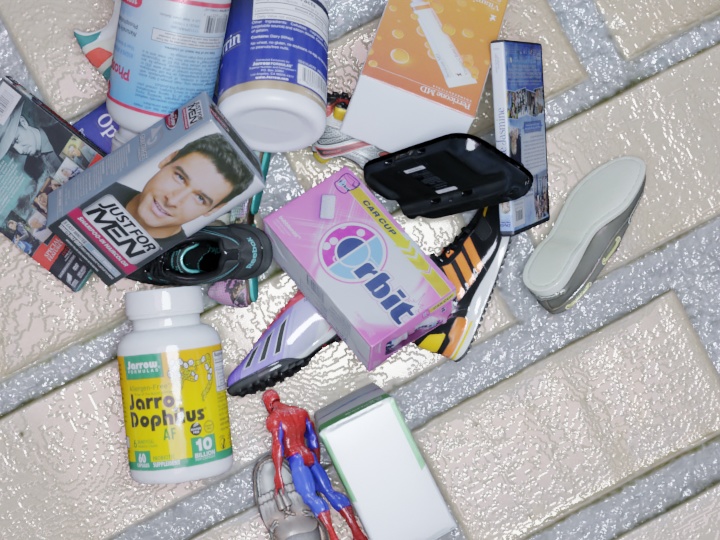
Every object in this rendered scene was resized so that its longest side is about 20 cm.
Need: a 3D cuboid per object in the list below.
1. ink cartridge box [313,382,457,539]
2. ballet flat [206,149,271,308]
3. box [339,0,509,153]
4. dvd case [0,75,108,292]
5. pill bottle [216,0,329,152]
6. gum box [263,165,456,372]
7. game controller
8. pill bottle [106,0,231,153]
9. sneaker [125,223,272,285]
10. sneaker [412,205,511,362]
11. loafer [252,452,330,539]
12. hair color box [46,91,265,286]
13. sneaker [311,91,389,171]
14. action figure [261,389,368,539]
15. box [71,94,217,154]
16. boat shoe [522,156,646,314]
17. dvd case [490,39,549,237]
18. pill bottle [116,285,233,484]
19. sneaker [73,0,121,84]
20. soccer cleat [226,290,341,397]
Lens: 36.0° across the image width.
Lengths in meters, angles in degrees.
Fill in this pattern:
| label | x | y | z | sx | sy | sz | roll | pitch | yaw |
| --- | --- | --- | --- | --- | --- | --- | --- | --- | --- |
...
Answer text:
| label | x | y | z | sx | sy | sz | roll | pitch | yaw |
| --- | --- | --- | --- | --- | --- | --- | --- | --- | --- |
| ink cartridge box | 0.019 | 0.204 | 1.155 | 0.087 | 0.200 | 0.146 | -26 | 90 | -6 |
| ballet flat | -0.140 | -0.060 | 1.219 | 0.071 | 0.069 | 0.201 | 6 | 93 | 2 |
| box | 0.071 | -0.224 | 1.171 | 0.124 | 0.098 | 0.201 | 20 | 57 | -3 |
| dvd case | -0.346 | -0.093 | 1.204 | 0.200 | 0.022 | 0.146 | 37 | 103 | 2 |
| pill bottle | -0.090 | -0.237 | 1.175 | 0.115 | 0.116 | 0.201 | 2 | 68 | -3 |
| gum box | 0.000 | 0.000 | 1.175 | 0.113 | 0.066 | 0.200 | -34 | 68 | -18 |
| game controller | 0.084 | -0.095 | 1.133 | 0.104 | 0.200 | 0.042 | 38 | 66 | -23 |
| pill bottle | -0.203 | -0.205 | 1.143 | 0.108 | 0.109 | 0.201 | 13 | 109 | -3 |
| sneaker | -0.194 | -0.021 | 1.176 | 0.199 | 0.079 | 0.076 | -4 | 94 | 28 |
| sneaker | 0.105 | -0.005 | 1.226 | 0.090 | 0.070 | 0.201 | 19 | 90 | -6 |
| loafer | -0.063 | 0.297 | 1.217 | 0.072 | 0.063 | 0.201 | -21 | 90 | -4 |
| hair color box | -0.206 | -0.080 | 1.117 | 0.199 | 0.061 | 0.099 | -32 | 128 | 10 |
| sneaker | 0.040 | -0.137 | 1.232 | 0.199 | 0.078 | 0.083 | 14 | 113 | -5 |
| action figure | -0.061 | 0.215 | 1.199 | 0.065 | 0.052 | 0.201 | -4 | 57 | -41 |
| box | -0.243 | -0.140 | 1.230 | 0.200 | 0.032 | 0.121 | -36 | 91 | -4 |
| boat shoe | 0.258 | -0.041 | 1.240 | 0.202 | 0.072 | 0.060 | -51 | 133 | -14 |
| dvd case | 0.173 | -0.144 | 1.189 | 0.017 | 0.143 | 0.201 | -1 | 99 | 25 |
| pill bottle | -0.201 | 0.120 | 1.188 | 0.112 | 0.113 | 0.201 | -6 | 90 | -3 |
| sneaker | -0.227 | -0.293 | 1.212 | 0.200 | 0.070 | 0.093 | -43 | 97 | 0 |
| soccer cleat | -0.071 | 0.066 | 1.224 | 0.199 | 0.068 | 0.073 | -34 | 79 | -5 |
